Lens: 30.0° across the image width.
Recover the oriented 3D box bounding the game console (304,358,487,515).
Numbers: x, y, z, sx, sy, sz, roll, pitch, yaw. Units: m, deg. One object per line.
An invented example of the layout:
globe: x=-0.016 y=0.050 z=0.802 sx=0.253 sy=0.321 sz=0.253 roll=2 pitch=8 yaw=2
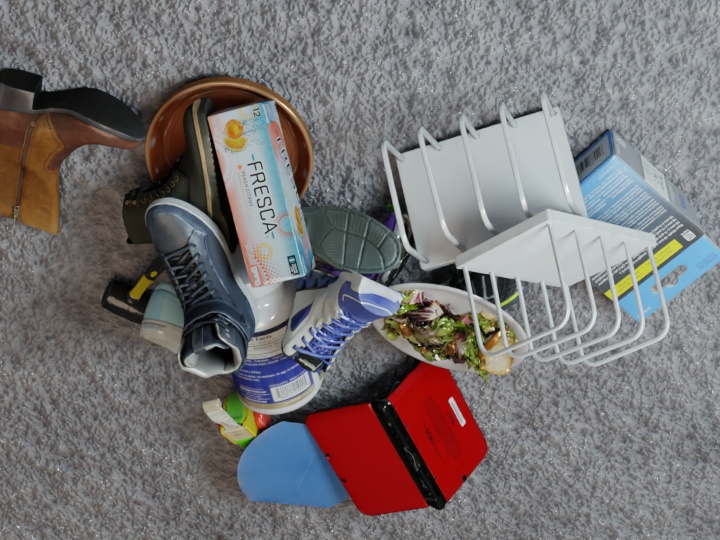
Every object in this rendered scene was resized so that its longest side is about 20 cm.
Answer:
game console: x=0.052 y=0.219 z=1.800 sx=0.118 sy=0.172 sz=0.201 roll=13 pitch=140 yaw=47

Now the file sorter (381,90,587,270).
file sorter: x=0.135 y=-0.101 z=1.495 sx=0.198 sy=0.140 sz=0.124 roll=-16 pitch=168 yaw=14

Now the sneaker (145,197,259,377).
sneaker: x=-0.185 y=0.025 z=1.507 sx=0.076 sy=0.147 sz=0.203 roll=-25 pitch=112 yaw=19

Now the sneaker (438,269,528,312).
sneaker: x=0.144 y=0.037 z=1.648 sx=0.080 sy=0.075 sz=0.199 roll=11 pitch=159 yaw=-31

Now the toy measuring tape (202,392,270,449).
toy measuring tape: x=-0.166 y=0.181 z=1.764 sx=0.073 sy=0.074 sz=0.200 roll=-11 pitch=155 yaw=11

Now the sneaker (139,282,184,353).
sneaker: x=-0.208 y=0.065 z=1.681 sx=0.073 sy=0.083 sz=0.200 roll=11 pitch=169 yaw=15

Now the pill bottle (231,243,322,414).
pill bottle: x=-0.120 y=0.071 z=1.678 sx=0.114 sy=0.116 sz=0.201 roll=-7 pitch=124 yaw=8

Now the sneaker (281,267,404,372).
sneaker: x=-0.029 y=0.063 z=1.553 sx=0.080 sy=0.199 sz=0.116 roll=24 pitch=79 yaw=-26

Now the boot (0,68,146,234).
boot: x=-0.356 y=-0.120 z=1.586 sx=0.186 sy=0.069 sz=0.201 roll=13 pitch=126 yaw=-7

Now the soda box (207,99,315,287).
soda box: x=-0.110 y=-0.088 z=1.512 sx=0.068 sy=0.064 sz=0.202 roll=-12 pitch=98 yaw=12

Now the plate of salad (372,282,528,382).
plate of salad: x=0.101 y=0.079 z=1.601 sx=0.198 sy=0.048 sz=0.201 roll=14 pitch=151 yaw=8

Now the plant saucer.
plant saucer: x=-0.154 y=-0.139 z=1.583 sx=0.198 sy=0.032 sz=0.202 roll=1 pitch=126 yaw=2

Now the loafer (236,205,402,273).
loafer: x=-0.045 y=-0.042 z=1.577 sx=0.198 sy=0.063 sz=0.073 roll=13 pitch=89 yaw=8

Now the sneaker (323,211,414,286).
sneaker: x=0.000 y=0.000 z=1.641 sx=0.083 sy=0.081 sz=0.201 roll=36 pitch=128 yaw=3

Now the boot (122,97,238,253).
boot: x=-0.222 y=-0.103 z=1.552 sx=0.137 sy=0.078 sz=0.202 roll=1 pitch=125 yaw=8

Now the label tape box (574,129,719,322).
label tape box: x=0.315 y=-0.050 z=1.600 sx=0.199 sy=0.064 sz=0.144 roll=37 pitch=120 yaw=-21

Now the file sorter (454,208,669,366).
file sorter: x=0.229 y=0.029 z=1.485 sx=0.199 sy=0.126 sz=0.138 roll=9 pitch=153 yaw=-43

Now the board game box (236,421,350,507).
board game box: x=-0.074 y=0.255 z=1.840 sx=0.198 sy=0.039 sz=0.159 roll=9 pitch=127 yaw=-22

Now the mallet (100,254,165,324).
mallet: x=-0.270 y=0.006 z=1.647 sx=0.065 sy=0.041 sz=0.200 roll=21 pitch=147 yaw=-11

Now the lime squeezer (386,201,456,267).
lime squeezer: x=0.125 y=-0.034 z=1.639 sx=0.198 sy=0.038 sz=0.071 roll=9 pitch=125 yaw=-2
